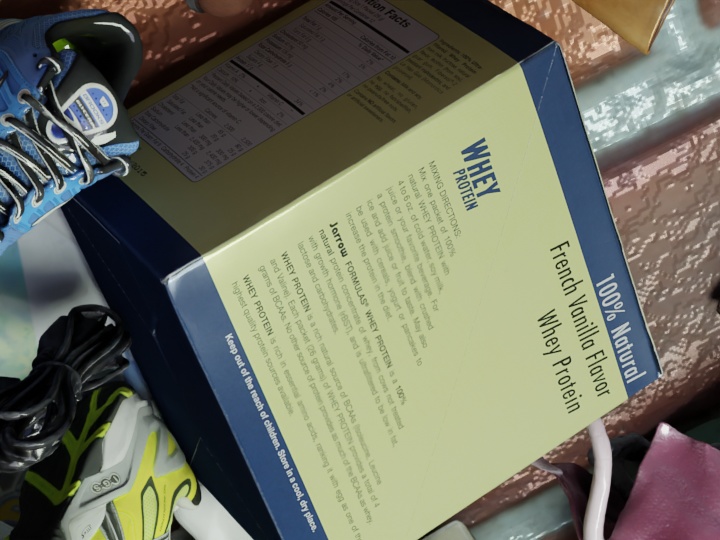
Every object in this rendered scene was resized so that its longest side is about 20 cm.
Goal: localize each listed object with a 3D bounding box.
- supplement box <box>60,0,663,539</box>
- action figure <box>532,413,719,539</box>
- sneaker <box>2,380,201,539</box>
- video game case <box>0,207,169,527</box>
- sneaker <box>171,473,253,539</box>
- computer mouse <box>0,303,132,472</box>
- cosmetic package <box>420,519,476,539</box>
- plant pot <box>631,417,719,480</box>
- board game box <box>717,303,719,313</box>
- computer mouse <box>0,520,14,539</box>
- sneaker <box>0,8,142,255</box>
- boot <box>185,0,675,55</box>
[{"bbox_3d":[0.000,0.000,1.099,0.200,0.134,0.200,-32,127,-14],"label":"supplement box"},{"bbox_3d":[0.134,0.168,1.125,0.149,0.134,0.200,28,67,-19],"label":"action figure"},{"bbox_3d":[-0.126,0.143,1.095,0.076,0.200,0.075,43,142,-22],"label":"sneaker"},{"bbox_3d":[-0.163,0.051,1.149,0.200,0.022,0.182,-45,125,8],"label":"video game case"},{"bbox_3d":[-0.062,0.166,1.241,0.099,0.078,0.200,5,127,3],"label":"sneaker"},{"bbox_3d":[-0.203,0.072,1.067,0.200,0.139,0.053,-26,104,19],"label":"computer mouse"},{"bbox_3d":[0.060,0.217,1.248,0.087,0.103,0.200,-32,151,1],"label":"cosmetic package"},{"bbox_3d":[0.221,0.171,1.284,0.200,0.201,0.161,-38,117,3],"label":"plant pot"},{"bbox_3d":[0.297,0.021,1.203,0.097,0.200,0.160,24,109,-32],"label":"board game box"},{"bbox_3d":[-0.149,0.170,1.141,0.200,0.110,0.044,36,140,-20],"label":"computer mouse"},{"bbox_3d":[-0.144,-0.053,0.982,0.089,0.200,0.079,-17,119,29],"label":"sneaker"},{"bbox_3d":[0.041,-0.149,1.022,0.200,0.068,0.188,33,96,9],"label":"boot"}]
